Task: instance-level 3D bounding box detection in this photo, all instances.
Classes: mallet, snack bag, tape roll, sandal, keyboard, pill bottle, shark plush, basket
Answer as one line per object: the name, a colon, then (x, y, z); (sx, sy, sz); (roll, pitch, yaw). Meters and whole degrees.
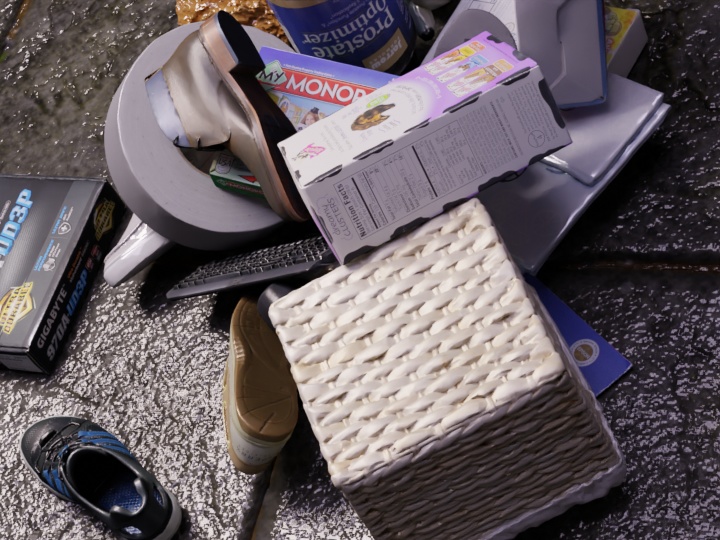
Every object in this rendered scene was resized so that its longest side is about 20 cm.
mallet: (0.000, 0.000, 1.511); (0.200, 0.041, 0.066); (-36, 56, -27)
snack bag: (0.136, -0.106, 1.508); (0.188, 0.021, 0.200); (31, 74, 37)
tape roll: (-0.129, -0.122, 1.595); (0.201, 0.200, 0.066); (-57, 9, -21)
sandal: (0.084, -0.134, 1.479); (0.076, 0.043, 0.201); (14, 69, 11)
keyboard: (-0.071, -0.014, 1.548); (0.199, 0.021, 0.127); (-10, 14, 42)
pill bottle: (-0.014, -0.233, 1.613); (0.111, 0.200, 0.112); (-13, 51, 17)
shark plush: (0.049, -0.303, 1.695); (0.091, 0.083, 0.200); (-49, 23, 16)
basket: (0.064, 0.088, 1.312); (0.199, 0.161, 0.199); (-26, 50, 3)

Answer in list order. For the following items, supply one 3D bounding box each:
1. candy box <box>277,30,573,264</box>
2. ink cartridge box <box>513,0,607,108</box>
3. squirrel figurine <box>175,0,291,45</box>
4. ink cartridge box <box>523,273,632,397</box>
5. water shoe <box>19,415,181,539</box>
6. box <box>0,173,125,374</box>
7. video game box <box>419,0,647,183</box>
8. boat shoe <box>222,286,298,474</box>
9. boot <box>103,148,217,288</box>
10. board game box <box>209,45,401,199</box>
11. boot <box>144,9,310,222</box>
candy box: (0.044, -0.099, 1.369); (0.199, 0.072, 0.168); (-28, 18, 0)
ink cartridge box: (0.169, -0.252, 1.506); (0.076, 0.137, 0.201); (-4, 41, 6)
squirrel figurine: (-0.083, -0.283, 1.752); (0.186, 0.142, 0.201); (24, 82, 26)
ink cartridge box: (0.085, 0.078, 1.439); (0.200, 0.043, 0.196); (-41, 48, -6)
water shoe: (-0.230, 0.164, 1.500); (0.200, 0.079, 0.072); (26, 69, 37)
box: (-0.334, 0.000, 1.695); (0.158, 0.046, 0.201); (4, 58, 28)
video game box: (0.137, -0.164, 1.593); (0.182, 0.047, 0.200); (16, 64, 36)
boat shoe: (-0.086, 0.090, 1.487); (0.074, 0.067, 0.200); (19, 34, -8)
boot: (-0.187, -0.080, 1.642); (0.096, 0.074, 0.200); (47, 71, -1)
board game box: (-0.017, -0.113, 1.529); (0.199, 0.029, 0.135); (14, 70, 17)
boot: (-0.112, -0.113, 1.507); (0.097, 0.075, 0.201); (-30, 71, 22)
